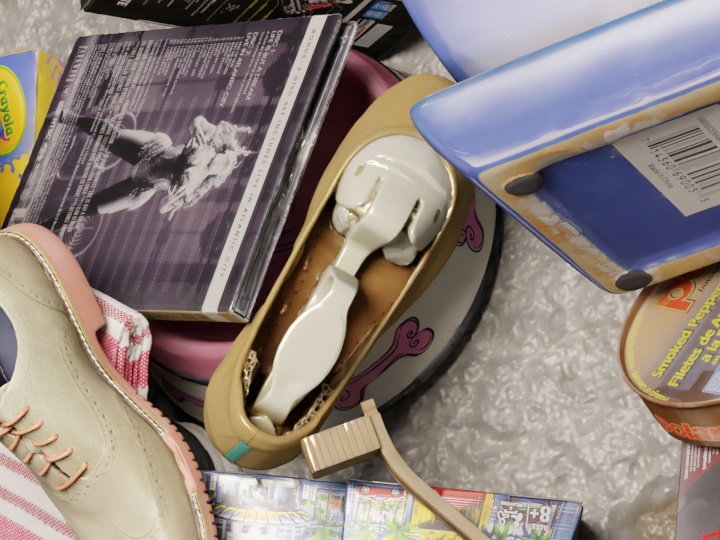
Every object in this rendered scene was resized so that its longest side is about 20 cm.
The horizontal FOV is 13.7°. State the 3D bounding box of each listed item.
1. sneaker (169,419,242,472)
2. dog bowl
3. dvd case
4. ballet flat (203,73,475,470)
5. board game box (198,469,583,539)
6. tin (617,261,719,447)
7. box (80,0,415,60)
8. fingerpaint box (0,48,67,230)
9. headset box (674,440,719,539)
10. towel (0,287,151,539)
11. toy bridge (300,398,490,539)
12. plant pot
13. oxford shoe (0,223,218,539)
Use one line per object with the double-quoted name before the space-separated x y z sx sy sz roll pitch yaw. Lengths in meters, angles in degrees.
"sneaker" -0.080 0.150 1.388 0.074 0.085 0.200 -38 57 15
"dog bowl" -0.038 -0.023 1.426 0.200 0.074 0.201 -12 62 23
"dvd case" -0.094 -0.046 1.395 0.200 0.016 0.149 0 64 49
"ballet flat" 0.000 0.000 1.316 0.069 0.063 0.200 29 79 -5
"board game box" -0.010 0.193 1.309 0.200 0.062 0.200 5 79 4
"tin" 0.187 -0.006 1.270 0.112 0.042 0.200 10 53 46
"box" -0.022 -0.164 1.377 0.200 0.159 0.049 142 130 -58
"fingerpaint box" -0.214 0.004 1.531 0.167 0.073 0.200 -11 69 28
"headset box" 0.211 0.107 1.200 0.200 0.077 0.149 -18 33 24
"towel" -0.152 0.094 1.394 0.146 0.030 0.200 23 110 46
"toy bridge" 0.037 0.148 1.269 0.067 0.027 0.200 -19 80 -4
"plant pot" 0.124 -0.112 1.232 0.200 0.200 0.180 -20 60 22
"oxford shoe" -0.130 0.073 1.290 0.071 0.074 0.200 -43 71 31
